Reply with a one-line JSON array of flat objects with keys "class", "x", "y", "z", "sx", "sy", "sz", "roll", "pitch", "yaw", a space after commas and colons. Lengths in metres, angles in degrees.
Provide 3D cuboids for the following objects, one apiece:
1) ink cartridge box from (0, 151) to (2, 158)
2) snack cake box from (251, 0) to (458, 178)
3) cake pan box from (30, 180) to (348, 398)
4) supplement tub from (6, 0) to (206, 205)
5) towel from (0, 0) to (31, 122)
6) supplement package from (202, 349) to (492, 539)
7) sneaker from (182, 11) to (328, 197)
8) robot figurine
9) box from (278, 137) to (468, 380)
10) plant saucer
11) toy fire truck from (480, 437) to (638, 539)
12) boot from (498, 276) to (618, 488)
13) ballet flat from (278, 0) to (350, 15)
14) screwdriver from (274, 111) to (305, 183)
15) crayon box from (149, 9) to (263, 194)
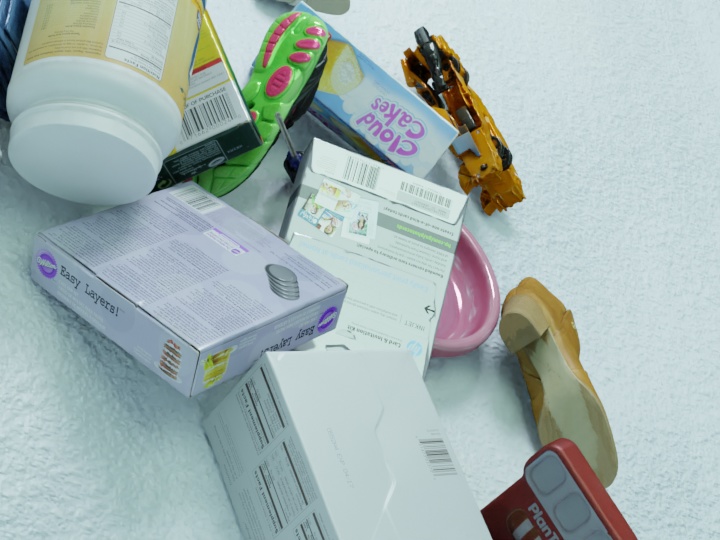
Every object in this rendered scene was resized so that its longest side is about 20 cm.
[{"class": "ink cartridge box", "x": -0.389, "y": -0.149, "z": 1.397, "sx": 0.145, "sy": 0.083, "sz": 0.201, "roll": 0, "pitch": 55, "yaw": -42}, {"class": "snack cake box", "x": -0.007, "y": -0.169, "z": 1.728, "sx": 0.200, "sy": 0.067, "sz": 0.115, "roll": 39, "pitch": -6, "yaw": -6}, {"class": "cake pan box", "x": -0.142, "y": 0.007, "z": 1.443, "sx": 0.200, "sy": 0.052, "sz": 0.184, "roll": 33, "pitch": 33, "yaw": 25}, {"class": "supplement tub", "x": -0.212, "y": -0.171, "z": 1.464, "sx": 0.144, "sy": 0.145, "sz": 0.201, "roll": 22, "pitch": 59, "yaw": -25}, {"class": "towel", "x": -0.300, "y": -0.232, "z": 1.543, "sx": 0.112, "sy": 0.048, "sz": 0.201, "roll": 72, "pitch": 14, "yaw": -45}, {"class": "supplement package", "x": -0.009, "y": 0.176, "z": 1.411, "sx": 0.155, "sy": 0.111, "sz": 0.201, "roll": 2, "pitch": 55, "yaw": -40}, {"class": "sneaker", "x": -0.087, "y": -0.141, "z": 1.615, "sx": 0.077, "sy": 0.200, "sz": 0.084, "roll": 33, "pitch": -11, "yaw": 23}, {"class": "robot figurine", "x": 0.103, "y": -0.161, "z": 1.847, "sx": 0.201, "sy": 0.058, "sz": 0.145, "roll": 65, "pitch": 13, "yaw": 26}, {"class": "box", "x": 0.000, "y": 0.000, "z": 1.561, "sx": 0.155, "sy": 0.041, "sz": 0.201, "roll": 19, "pitch": 64, "yaw": -10}, {"class": "plant saucer", "x": 0.039, "y": 0.003, "z": 1.666, "sx": 0.200, "sy": 0.051, "sz": 0.201, "roll": 24, "pitch": 41, "yaw": -23}, {"class": "toy fire truck", "x": 0.168, "y": 0.259, "z": 1.445, "sx": 0.112, "sy": 0.168, "sz": 0.200, "roll": -13, "pitch": 64, "yaw": -47}, {"class": "boot", "x": 0.200, "y": 0.103, "z": 1.708, "sx": 0.202, "sy": 0.071, "sz": 0.144, "roll": 62, "pitch": 20, "yaw": -3}, {"class": "ballet flat", "x": -0.101, "y": -0.324, "z": 1.847, "sx": 0.200, "sy": 0.070, "sz": 0.069, "roll": 41, "pitch": 38, "yaw": 0}, {"class": "screwdriver", "x": -0.066, "y": -0.108, "z": 1.602, "sx": 0.028, "sy": 0.029, "sz": 0.200, "roll": 60, "pitch": 2, "yaw": 14}, {"class": "crayon box", "x": -0.180, "y": -0.175, "z": 1.576, "sx": 0.051, "sy": 0.127, "sz": 0.201, "roll": 63, "pitch": 4, "yaw": -64}]
